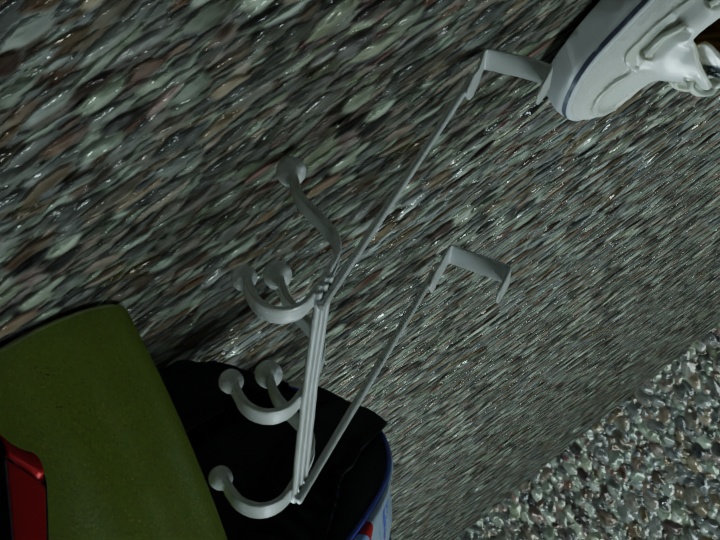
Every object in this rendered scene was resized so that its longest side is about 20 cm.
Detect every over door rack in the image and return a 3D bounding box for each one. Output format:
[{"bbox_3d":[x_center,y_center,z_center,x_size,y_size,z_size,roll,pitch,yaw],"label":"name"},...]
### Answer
[{"bbox_3d":[0.000,0.000,1.274,0.200,0.067,0.148,-44,156,-36],"label":"over door rack"}]

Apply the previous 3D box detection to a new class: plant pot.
[{"bbox_3d":[-0.126,0.150,1.257,0.187,0.200,0.187,-35,171,-7],"label":"plant pot"}]

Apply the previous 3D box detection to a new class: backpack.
[{"bbox_3d":[-0.071,0.143,1.445,0.191,0.200,0.154,-50,154,-39],"label":"backpack"}]

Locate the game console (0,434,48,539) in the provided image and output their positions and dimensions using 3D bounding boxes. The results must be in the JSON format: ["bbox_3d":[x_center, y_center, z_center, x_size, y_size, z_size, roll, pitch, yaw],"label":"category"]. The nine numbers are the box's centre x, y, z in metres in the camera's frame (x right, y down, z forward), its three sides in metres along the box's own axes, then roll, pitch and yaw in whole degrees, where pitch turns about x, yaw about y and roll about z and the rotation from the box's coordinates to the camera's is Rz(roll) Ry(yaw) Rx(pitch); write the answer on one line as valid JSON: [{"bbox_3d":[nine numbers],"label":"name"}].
[{"bbox_3d":[-0.178,0.177,1.094,0.200,0.031,0.177,-51,-152,30],"label":"game console"}]

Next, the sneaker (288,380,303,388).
[{"bbox_3d":[-0.064,0.120,1.712,0.090,0.075,0.200,-28,170,-12],"label":"sneaker"}]

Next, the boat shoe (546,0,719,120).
[{"bbox_3d":[0.158,-0.116,1.346,0.071,0.070,0.200,-28,167,-40],"label":"boat shoe"}]
